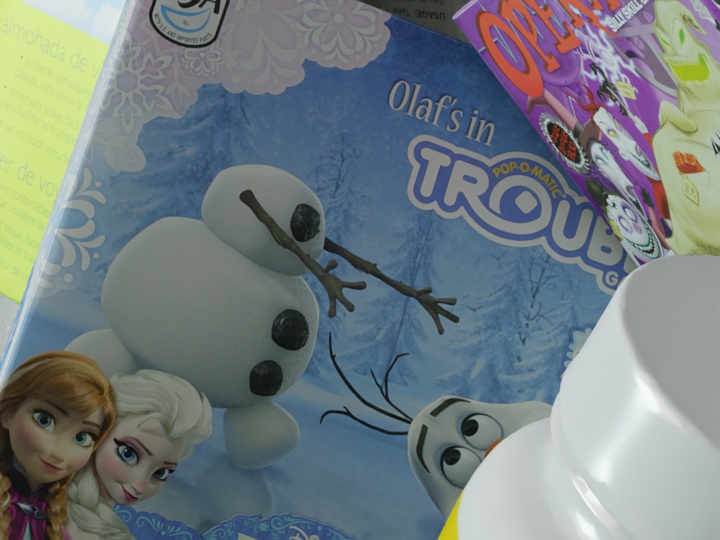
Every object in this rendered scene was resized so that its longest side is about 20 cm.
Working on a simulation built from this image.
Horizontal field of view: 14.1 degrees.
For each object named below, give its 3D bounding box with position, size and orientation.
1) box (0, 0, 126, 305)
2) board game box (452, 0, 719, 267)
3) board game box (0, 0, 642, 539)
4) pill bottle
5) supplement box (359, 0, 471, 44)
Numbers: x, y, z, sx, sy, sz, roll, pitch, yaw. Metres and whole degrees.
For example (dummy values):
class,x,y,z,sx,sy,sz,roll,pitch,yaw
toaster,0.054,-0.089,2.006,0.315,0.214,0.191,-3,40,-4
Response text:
class,x,y,z,sx,sy,sz,roll,pitch,yaw
box,-0.069,-0.079,0.945,0.122,0.047,0.201,27,108,41
board game box,0.093,-0.045,0.753,0.032,0.120,0.200,-33,1,-15
board game box,0.000,0.028,0.854,0.043,0.199,0.200,139,150,-73
pill bottle,0.057,0.104,0.650,0.115,0.114,0.201,-88,21,-60
supplement box,0.031,-0.161,0.967,0.126,0.073,0.201,-30,-58,-49
